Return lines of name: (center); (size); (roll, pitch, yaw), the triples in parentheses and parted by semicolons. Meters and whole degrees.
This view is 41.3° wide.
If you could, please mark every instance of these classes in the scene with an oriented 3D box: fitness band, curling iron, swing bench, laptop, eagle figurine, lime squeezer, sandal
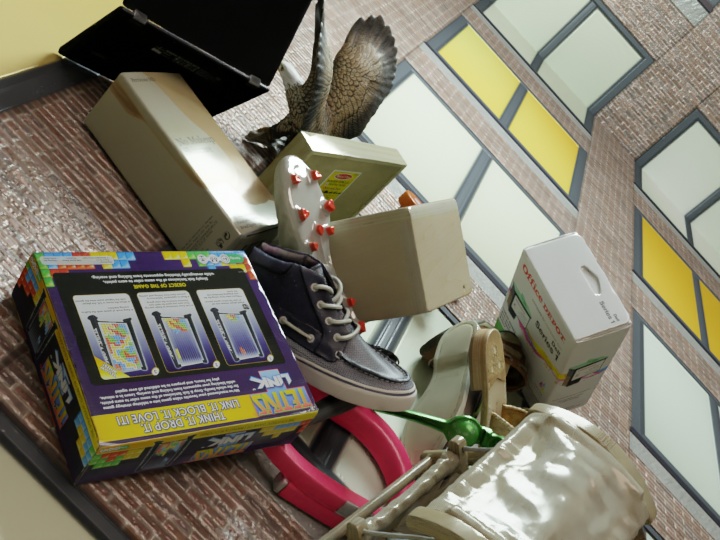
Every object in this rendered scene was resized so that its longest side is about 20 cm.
fitness band: (-0.026, 0.163, 0.869); (0.199, 0.037, 0.145); (37, 26, -24)
curling iron: (-0.015, 0.113, 0.895); (0.049, 0.026, 0.199); (30, 25, 16)
swing bench: (0.093, 0.206, 0.745); (0.198, 0.199, 0.131); (-25, 82, -50)
laptop: (-0.175, -0.266, 0.993); (0.186, 0.198, 0.118); (23, 64, -41)
eagle figurine: (-0.049, -0.214, 1.148); (0.150, 0.200, 0.153); (37, 28, -21)
lime squeezer: (0.105, 0.174, 0.917); (0.199, 0.038, 0.070); (33, 48, 24)
sandal: (0.162, 0.166, 0.991); (0.077, 0.069, 0.216); (-24, 108, -58)

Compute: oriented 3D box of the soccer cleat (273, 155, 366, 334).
soccer cleat: (-0.057, -0.009, 0.932); (0.069, 0.077, 0.203); (-21, 96, -57)

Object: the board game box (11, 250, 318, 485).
board game box: (-0.150, 0.066, 0.747); (0.198, 0.057, 0.167); (-1, 55, -43)

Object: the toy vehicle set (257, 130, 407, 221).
toy vehicle set: (-0.042, -0.096, 1.087); (0.199, 0.124, 0.027); (-2, 53, -58)

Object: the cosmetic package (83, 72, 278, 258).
cosmetic package: (-0.171, -0.098, 0.951); (0.201, 0.071, 0.105); (52, 26, 7)

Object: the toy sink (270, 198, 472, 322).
toy sink: (0.000, 0.000, 1.012); (0.130, 0.197, 0.114); (-16, 96, -62)

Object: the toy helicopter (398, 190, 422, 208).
toy helicopter: (0.097, -0.008, 1.246); (0.199, 0.079, 0.133); (32, 21, -55)

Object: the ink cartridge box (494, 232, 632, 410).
ink cartridge box: (0.250, 0.074, 1.221); (0.083, 0.201, 0.146); (-15, 57, -16)

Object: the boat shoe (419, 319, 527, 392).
boat shoe: (0.150, 0.112, 1.163); (0.198, 0.075, 0.075); (10, 48, -50)

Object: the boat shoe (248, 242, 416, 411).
boat shoe: (-0.031, 0.048, 0.862); (0.197, 0.094, 0.075); (23, 17, 7)

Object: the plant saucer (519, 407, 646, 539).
plant saucer: (0.229, 0.242, 1.058); (0.201, 0.035, 0.201); (49, -13, 16)

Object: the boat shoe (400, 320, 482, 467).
boat shoe: (0.099, 0.144, 1.018); (0.060, 0.071, 0.201); (52, 41, -26)
